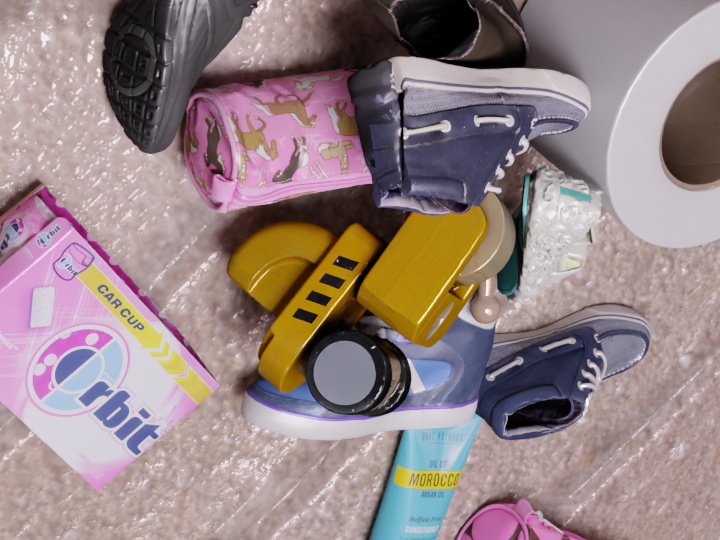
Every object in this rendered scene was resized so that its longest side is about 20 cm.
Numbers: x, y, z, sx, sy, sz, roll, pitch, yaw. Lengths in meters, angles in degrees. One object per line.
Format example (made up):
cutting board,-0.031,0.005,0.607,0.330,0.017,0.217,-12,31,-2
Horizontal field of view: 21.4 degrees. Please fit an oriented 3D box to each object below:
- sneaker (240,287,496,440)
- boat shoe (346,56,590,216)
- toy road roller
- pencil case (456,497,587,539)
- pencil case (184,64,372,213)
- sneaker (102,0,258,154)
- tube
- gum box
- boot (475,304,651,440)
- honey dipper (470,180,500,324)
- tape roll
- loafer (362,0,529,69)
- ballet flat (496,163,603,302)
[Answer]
sneaker,0.010,0.042,1.422,0.198,0.081,0.148,-1,108,-25
boat shoe,0.077,-0.081,1.247,0.198,0.074,0.094,0,78,-38
toy road roller,0.000,0.000,1.322,0.201,0.146,0.123,-52,169,3
pencil case,0.176,0.262,1.668,0.199,0.091,0.094,25,98,-44
pencil case,-0.023,-0.091,1.289,0.198,0.086,0.084,-9,109,-29
sneaker,-0.103,-0.165,1.203,0.090,0.076,0.202,-6,126,-39
tube,0.041,0.204,1.569,0.077,0.050,0.202,1,114,-42
gum box,-0.198,0.044,1.283,0.113,0.066,0.200,-40,133,-2
boot,0.169,0.088,1.538,0.198,0.090,0.073,-13,126,-26
honey dipper,0.094,-0.061,1.384,0.038,0.038,0.202,-6,106,-30
tape roll,0.223,-0.137,1.387,0.201,0.139,0.204,-17,127,-23
loafer,0.052,-0.158,1.233,0.073,0.072,0.199,-36,148,20
ballet flat,0.139,-0.020,1.393,0.071,0.072,0.200,-33,169,-10
